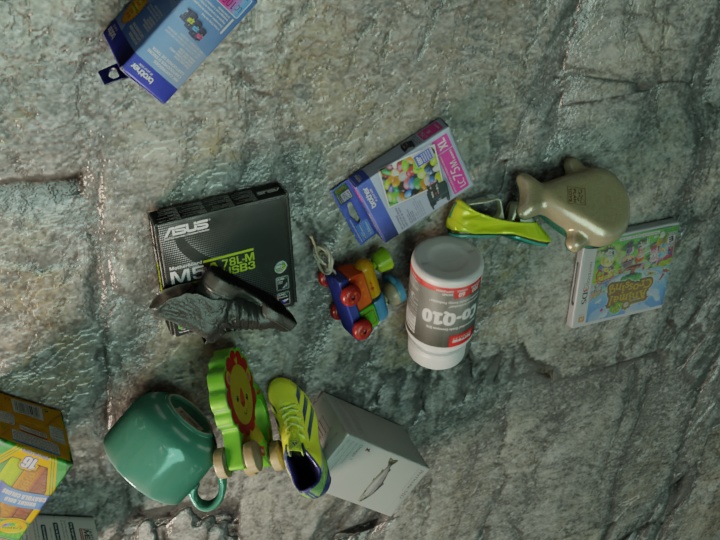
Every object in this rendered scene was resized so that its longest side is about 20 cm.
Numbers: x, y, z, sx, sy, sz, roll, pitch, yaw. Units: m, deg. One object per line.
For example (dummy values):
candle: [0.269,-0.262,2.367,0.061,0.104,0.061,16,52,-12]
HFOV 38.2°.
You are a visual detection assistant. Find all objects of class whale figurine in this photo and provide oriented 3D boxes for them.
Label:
whale figurine: [0.331,-0.101,1.672,0.198,0.104,0.161,5,73,-17]

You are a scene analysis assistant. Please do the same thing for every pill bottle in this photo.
pill bottle: [0.130,0.055,1.652,0.113,0.114,0.201,-14,134,-18]

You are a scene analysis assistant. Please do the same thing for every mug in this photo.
mug: [-0.280,0.263,1.569,0.115,0.152,0.185,-48,130,6]

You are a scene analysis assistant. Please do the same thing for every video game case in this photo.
video game case: [0.467,0.005,1.853,0.198,0.022,0.183,-11,124,-20]

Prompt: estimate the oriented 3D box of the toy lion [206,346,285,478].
toy lion: [-0.181,0.215,1.592,0.068,0.193,0.200,-12,168,11]

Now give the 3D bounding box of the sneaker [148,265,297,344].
sneaker: [-0.194,0.064,1.490,0.199,0.060,0.104,33,101,-33]

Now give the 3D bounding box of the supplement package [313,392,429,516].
supplement package: [-0.005,0.312,1.755,0.199,0.117,0.117,28,104,-36]

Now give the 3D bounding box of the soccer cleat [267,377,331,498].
soccer cleat: [-0.099,0.259,1.632,0.064,0.201,0.084,-25,163,13]

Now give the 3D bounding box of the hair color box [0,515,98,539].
hair color box: [-0.505,0.429,1.596,0.199,0.100,0.061,11,116,-30]

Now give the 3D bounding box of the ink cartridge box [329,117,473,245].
ink cartridge box: [0.064,-0.125,1.565,0.199,0.042,0.120,-32,128,-3]

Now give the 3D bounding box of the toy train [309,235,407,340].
toy train: [0.000,0.000,1.590,0.115,0.085,0.201,-32,129,-18]

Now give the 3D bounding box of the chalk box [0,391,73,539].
chalk box: [-0.522,0.295,1.488,0.124,0.124,0.201,27,105,-35]

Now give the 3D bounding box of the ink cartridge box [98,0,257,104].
ink cartridge box: [-0.230,-0.292,1.253,0.200,0.137,0.076,-47,126,7]

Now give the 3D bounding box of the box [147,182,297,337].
box: [-0.195,-0.015,1.503,0.198,0.048,0.194,-14,128,-19]

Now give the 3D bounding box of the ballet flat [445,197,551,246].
ballet flat: [0.227,-0.080,1.661,0.198,0.067,0.068,6,98,-27]
